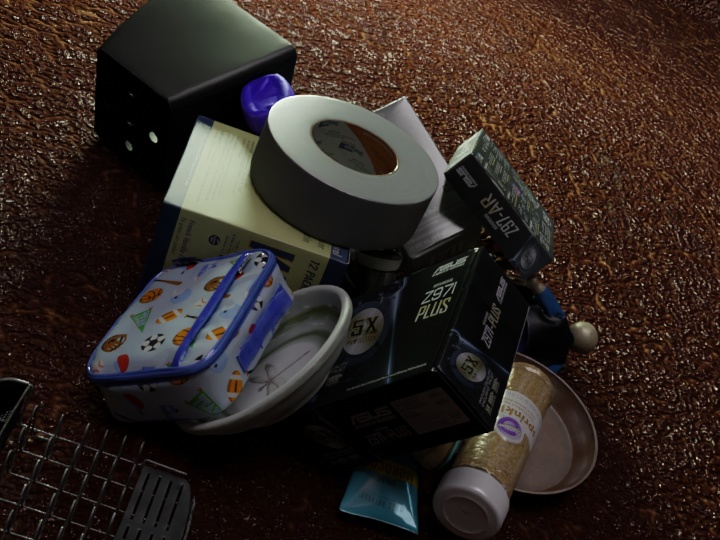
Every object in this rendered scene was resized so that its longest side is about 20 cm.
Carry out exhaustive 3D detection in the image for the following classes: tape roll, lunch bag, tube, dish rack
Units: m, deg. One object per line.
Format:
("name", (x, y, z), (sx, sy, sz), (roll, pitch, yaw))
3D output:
("tape roll", (-0.017, -0.110, 1.093), (0.200, 0.066, 0.201), (18, 35, -13))
("lunch bag", (-0.153, 0.055, 0.948), (0.160, 0.076, 0.200), (-9, 33, 27))
("tube", (0.030, 0.174, 1.002), (0.077, 0.051, 0.200), (15, 39, -1))
("dish rack", (-0.234, 0.181, 0.813), (0.199, 0.055, 0.154), (21, 35, -6))

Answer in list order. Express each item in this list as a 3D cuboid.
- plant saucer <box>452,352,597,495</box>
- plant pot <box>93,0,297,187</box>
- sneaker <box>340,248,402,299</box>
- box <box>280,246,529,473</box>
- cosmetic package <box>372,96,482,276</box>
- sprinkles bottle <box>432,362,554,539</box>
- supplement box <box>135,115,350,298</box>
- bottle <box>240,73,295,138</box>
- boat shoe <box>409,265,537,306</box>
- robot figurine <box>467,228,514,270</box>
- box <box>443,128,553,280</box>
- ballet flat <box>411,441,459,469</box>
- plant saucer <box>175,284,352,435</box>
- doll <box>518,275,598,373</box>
("plant saucer", (0.160, 0.167, 1.085), (0.200, 0.035, 0.201), (14, 39, -12))
("plant pot", (-0.225, -0.222, 1.262), (0.200, 0.200, 0.177), (39, 47, 21))
("sneaker", (0.000, 0.000, 1.198), (0.066, 0.091, 0.200), (9, 10, -12))
("box", (0.043, 0.087, 0.948), (0.086, 0.200, 0.164), (49, 42, -21))
("cosmetic package", (0.058, -0.103, 1.241), (0.107, 0.090, 0.200), (-28, 73, -8))
("sprinkles bottle", (0.135, 0.173, 0.987), (0.068, 0.068, 0.200), (29, 39, 7))
("supplement box", (-0.121, -0.043, 1.118), (0.199, 0.135, 0.200), (18, 34, -9))
("bottle", (-0.086, -0.145, 1.235), (0.065, 0.200, 0.084), (-20, 47, 3))
("boat shoe", (0.137, 0.032, 1.224), (0.199, 0.072, 0.059), (3, 4, -35))
("robot figurine", (0.123, -0.053, 1.325), (0.199, 0.058, 0.145), (14, 19, 0))
("box", (0.177, -0.088, 1.237), (0.160, 0.043, 0.200), (52, 18, -7))
("ballet flat", (0.096, 0.119, 1.023), (0.063, 0.069, 0.200), (37, 39, 1))
("plant saucer", (-0.083, 0.095, 0.946), (0.050, 0.200, 0.200), (55, 26, -22))
("doll", (0.195, 0.074, 1.186), (0.199, 0.137, 0.048), (5, -2, -18))
